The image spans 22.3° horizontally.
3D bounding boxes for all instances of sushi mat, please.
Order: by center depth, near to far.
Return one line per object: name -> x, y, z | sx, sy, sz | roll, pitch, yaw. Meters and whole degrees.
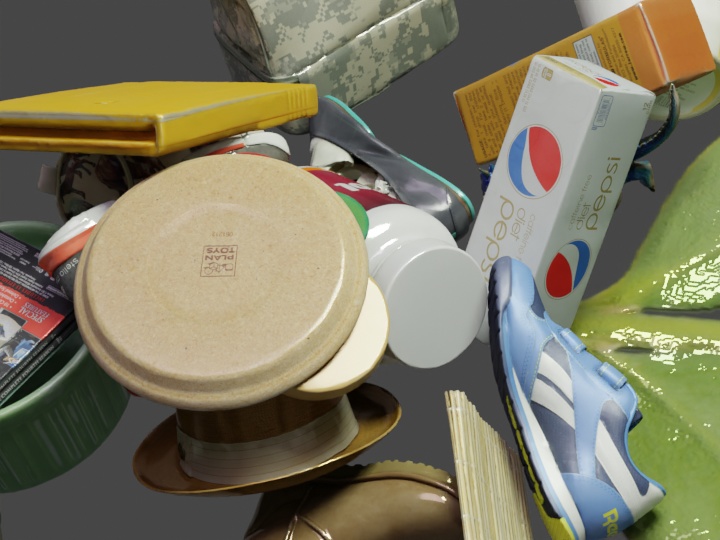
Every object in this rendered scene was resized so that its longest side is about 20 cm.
sushi mat -> 0.089, 0.175, 1.131 | 0.012, 0.096, 0.201 | -25, 44, 20

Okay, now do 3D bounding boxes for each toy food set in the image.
toy food set -> -0.086, 0.005, 1.180 | 0.199, 0.049, 0.199 | -14, 57, -2

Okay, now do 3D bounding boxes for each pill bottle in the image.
pill bottle -> 0.000, 0.000, 1.284 | 0.113, 0.113, 0.200 | -36, 31, -17

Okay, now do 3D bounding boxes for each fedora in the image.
fedora -> -0.070, 0.083, 1.229 | 0.199, 0.082, 0.201 | -11, 15, 3

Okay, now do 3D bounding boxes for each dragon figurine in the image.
dragon figurine -> 0.155, -0.073, 1.324 | 0.099, 0.200, 0.059 | -10, 81, -23

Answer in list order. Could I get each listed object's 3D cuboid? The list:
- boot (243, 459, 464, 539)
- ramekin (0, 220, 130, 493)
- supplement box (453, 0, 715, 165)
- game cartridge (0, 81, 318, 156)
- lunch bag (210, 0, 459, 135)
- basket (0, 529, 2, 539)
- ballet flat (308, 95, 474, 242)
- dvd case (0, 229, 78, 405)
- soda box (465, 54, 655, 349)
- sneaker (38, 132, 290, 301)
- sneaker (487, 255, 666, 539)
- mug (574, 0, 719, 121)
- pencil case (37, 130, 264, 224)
boot -> -0.026, 0.217, 1.156 | 0.174, 0.066, 0.201 | -2, 45, 33
ramekin -> -0.264, 0.068, 1.348 | 0.199, 0.098, 0.201 | -9, 46, 10
supplement box -> 0.162, -0.140, 1.357 | 0.066, 0.069, 0.200 | -20, -3, -43
game cartridge -> -0.154, -0.112, 1.311 | 0.175, 0.033, 0.200 | 4, 12, 30
lunch bag -> -0.029, -0.241, 1.520 | 0.199, 0.168, 0.139 | -31, 46, -13
basket -> -0.287, 0.250, 1.160 | 0.179, 0.136, 0.200 | -9, 45, -26
ballet flat -> 0.003, -0.073, 1.421 | 0.073, 0.073, 0.200 | -36, 49, -18
dvd case -> -0.293, 0.054, 1.285 | 0.146, 0.022, 0.200 | 23, 57, 34
soda box -> 0.129, -0.043, 1.262 | 0.063, 0.201, 0.068 | 0, 25, -45
sneaker -> -0.125, -0.025, 1.285 | 0.199, 0.077, 0.082 | -31, 81, -19
sneaker -> 0.136, 0.082, 1.196 | 0.082, 0.074, 0.201 | -17, 74, -3
mug -> 0.254, -0.204, 1.417 | 0.186, 0.150, 0.154 | -12, 52, 16
pencil case -> -0.153, -0.081, 1.413 | 0.089, 0.078, 0.200 | 29, 25, 23
